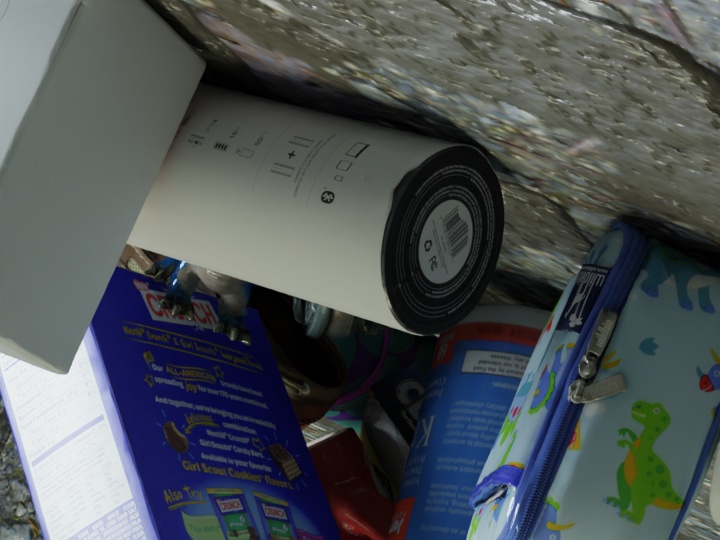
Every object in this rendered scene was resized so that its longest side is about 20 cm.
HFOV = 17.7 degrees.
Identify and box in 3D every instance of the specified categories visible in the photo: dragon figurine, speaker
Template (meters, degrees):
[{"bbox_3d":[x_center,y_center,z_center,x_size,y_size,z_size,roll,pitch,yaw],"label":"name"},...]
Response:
[{"bbox_3d":[-0.062,-0.027,1.169,0.059,0.100,0.200,25,-170,-10],"label":"dragon figurine"},{"bbox_3d":[-0.039,-0.034,0.996,0.199,0.082,0.081,16,169,39],"label":"speaker"}]

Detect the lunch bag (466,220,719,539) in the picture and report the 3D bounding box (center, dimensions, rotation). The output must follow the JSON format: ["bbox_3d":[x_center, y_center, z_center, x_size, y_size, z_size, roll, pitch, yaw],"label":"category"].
[{"bbox_3d":[0.103,0.074,1.004,0.082,0.162,0.200,23,172,2],"label":"lunch bag"}]

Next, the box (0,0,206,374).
[{"bbox_3d":[-0.193,-0.067,0.970,0.199,0.153,0.106,20,170,26],"label":"box"}]

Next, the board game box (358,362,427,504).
[{"bbox_3d":[0.045,0.159,1.382,0.136,0.034,0.200,55,159,22],"label":"board game box"}]

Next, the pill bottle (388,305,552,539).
[{"bbox_3d":[0.073,0.129,1.184,0.112,0.201,0.112,13,160,5],"label":"pill bottle"}]

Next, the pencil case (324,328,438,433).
[{"bbox_3d":[0.019,0.068,1.451,0.092,0.085,0.200,40,-177,31],"label":"pencil case"}]

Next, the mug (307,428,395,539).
[{"bbox_3d":[0.004,0.194,1.325,0.177,0.201,0.133,-24,177,18],"label":"mug"}]

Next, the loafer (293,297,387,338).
[{"bbox_3d":[0.000,0.000,1.205,0.062,0.072,0.200,5,180,-4],"label":"loafer"}]

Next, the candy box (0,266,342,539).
[{"bbox_3d":[-0.093,0.106,1.181,0.077,0.201,0.169,-31,154,24],"label":"candy box"}]

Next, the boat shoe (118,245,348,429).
[{"bbox_3d":[-0.080,0.002,1.311,0.202,0.075,0.075,48,138,-11],"label":"boat shoe"}]

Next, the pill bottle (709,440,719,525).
[{"bbox_3d":[0.246,0.093,0.910,0.199,0.110,0.110,20,171,23],"label":"pill bottle"}]
